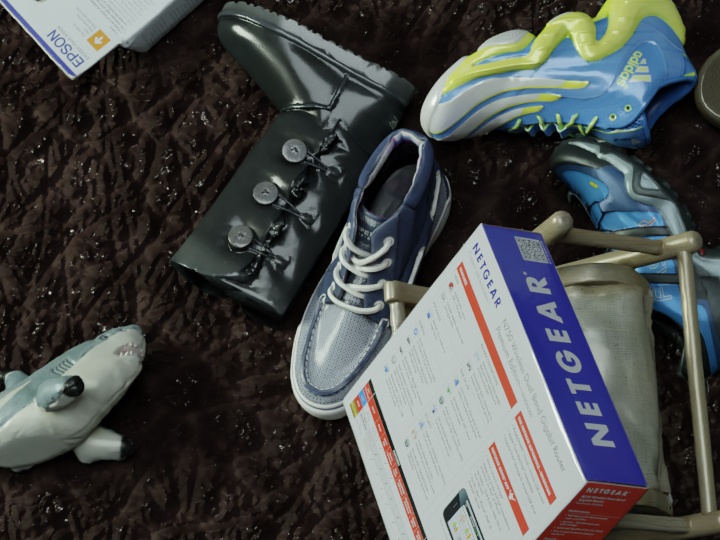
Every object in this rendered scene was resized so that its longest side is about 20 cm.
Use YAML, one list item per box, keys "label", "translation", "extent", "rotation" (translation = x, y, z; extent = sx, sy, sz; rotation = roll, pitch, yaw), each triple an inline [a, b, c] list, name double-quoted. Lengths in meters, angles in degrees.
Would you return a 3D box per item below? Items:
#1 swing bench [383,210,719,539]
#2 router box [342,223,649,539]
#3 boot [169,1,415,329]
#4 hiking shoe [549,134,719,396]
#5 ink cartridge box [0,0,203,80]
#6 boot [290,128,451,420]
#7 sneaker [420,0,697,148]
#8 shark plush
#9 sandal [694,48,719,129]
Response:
- label: "swing bench"
  translation: [0.121, 0.087, 1.569]
  extent: [0.130, 0.200, 0.199]
  rotation: [8, 71, -33]
- label: "router box"
  translation: [0.077, 0.105, 1.469]
  extent: [0.049, 0.180, 0.200]
  rotation: [9, 45, -33]
- label: "boot"
  translation: [-0.076, -0.078, 1.728]
  extent: [0.165, 0.066, 0.200]
  rotation: [26, 81, 20]
- label: "hiking shoe"
  translation: [0.190, -0.010, 1.641]
  extent: [0.087, 0.074, 0.200]
  rotation: [-42, 68, -7]
- label: "ink cartridge box"
  translation: [-0.195, -0.262, 1.827]
  extent: [0.200, 0.041, 0.200]
  rotation: [-40, 68, -6]
- label: "boot"
  translation: [0.000, 0.000, 1.664]
  extent: [0.073, 0.090, 0.200]
  rotation: [18, 74, 16]
- label: "sneaker"
  translation: [0.146, -0.122, 1.688]
  extent: [0.200, 0.076, 0.105]
  rotation: [-28, 62, -1]
- label: "shark plush"
  translation: [-0.240, 0.103, 1.707]
  extent: [0.200, 0.091, 0.083]
  rotation: [-27, 45, 22]
- label: "sandal"
  translation: [0.333, -0.133, 1.671]
  extent: [0.200, 0.054, 0.080]
  rotation: [5, 71, 13]
